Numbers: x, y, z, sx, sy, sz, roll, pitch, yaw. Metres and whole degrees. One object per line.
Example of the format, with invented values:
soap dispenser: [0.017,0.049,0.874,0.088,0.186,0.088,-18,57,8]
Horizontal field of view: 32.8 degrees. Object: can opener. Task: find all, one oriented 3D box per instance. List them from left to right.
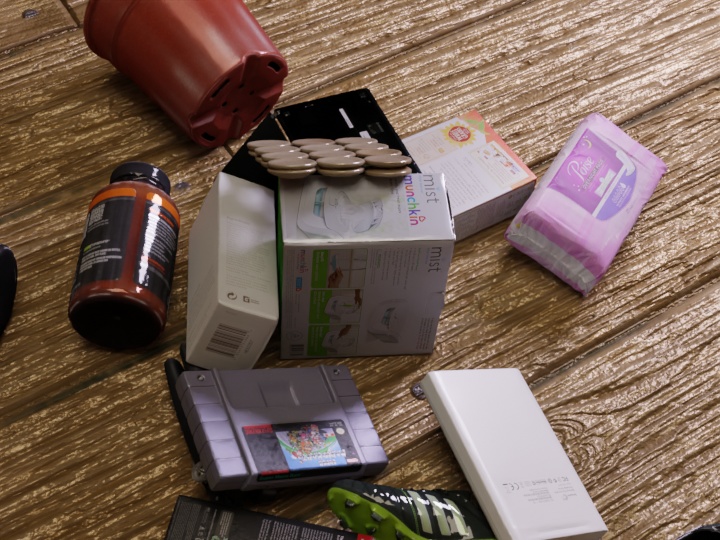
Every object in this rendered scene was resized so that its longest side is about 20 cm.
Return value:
can opener: [-0.157,0.161,1.248,0.063,0.078,0.201,-43,56,12]

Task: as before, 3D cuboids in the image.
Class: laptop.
laptop: [-0.048,-0.100,1.427,0.198,0.104,0.178,-16,56,-21]

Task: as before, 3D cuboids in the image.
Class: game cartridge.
game cartridge: [-0.075,0.154,1.221,0.198,0.039,0.130,1,44,-35]

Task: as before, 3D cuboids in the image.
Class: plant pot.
plant pot: [-0.201,-0.269,1.492,0.200,0.202,0.196,-32,69,-26]

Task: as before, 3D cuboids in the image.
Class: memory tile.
memory tile: [-0.035,-0.120,1.294,0.151,0.017,0.200,-4,13,-12]

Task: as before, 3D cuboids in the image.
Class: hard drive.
hard drive: [0.153,0.187,1.236,0.130,0.026,0.201,2,47,-37]

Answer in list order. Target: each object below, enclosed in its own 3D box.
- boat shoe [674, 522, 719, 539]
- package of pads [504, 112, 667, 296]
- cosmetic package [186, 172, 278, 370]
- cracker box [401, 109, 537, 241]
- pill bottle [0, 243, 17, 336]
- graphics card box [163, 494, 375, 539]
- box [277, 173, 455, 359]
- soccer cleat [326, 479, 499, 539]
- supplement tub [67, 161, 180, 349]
boat shoe: [0.340,0.281,1.185,0.197,0.067,0.075,-16,55,-17]
package of pads: [0.265,-0.080,1.439,0.120,0.076,0.201,37,57,2]
cosmetic package: [-0.138,0.003,1.310,0.073,0.102,0.202,17,42,-20]
cracker box: [0.091,-0.100,1.460,0.198,0.058,0.134,-23,56,-22]
pill bottle: [-0.474,0.010,1.291,0.197,0.113,0.113,11,52,3]
graphics card box: [-0.094,0.294,1.148,0.197,0.051,0.127,11,53,2]
box: [0.000,0.000,1.286,0.174,0.201,0.098,-3,52,-6]
soccer cleat: [0.064,0.244,1.198,0.198,0.068,0.081,22,44,3]
supplement tub: [-0.253,-0.022,1.339,0.105,0.108,0.202,4,52,-2]
